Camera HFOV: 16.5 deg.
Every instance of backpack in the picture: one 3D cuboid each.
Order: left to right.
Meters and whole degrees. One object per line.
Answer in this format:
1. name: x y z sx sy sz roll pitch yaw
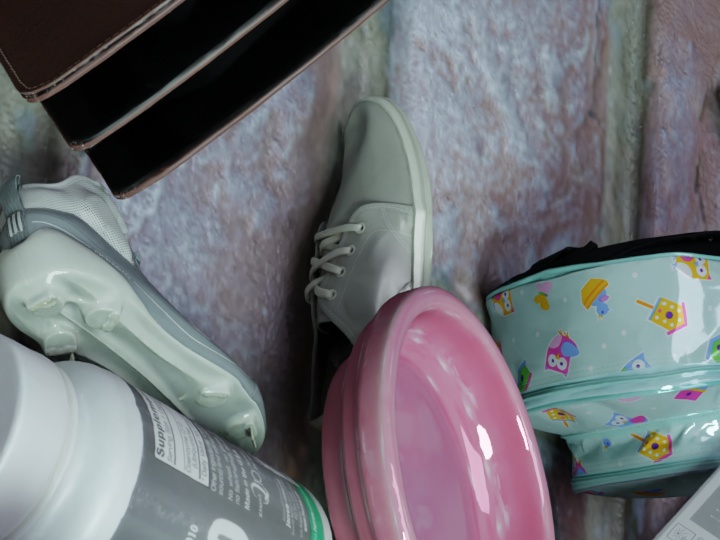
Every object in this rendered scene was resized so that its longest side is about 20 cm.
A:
1. backpack: 0.176 0.054 1.434 0.200 0.176 0.153 11 74 -38

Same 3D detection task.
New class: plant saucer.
1. plant saucer: 0.036 0.110 1.225 0.201 0.051 0.201 44 39 -50

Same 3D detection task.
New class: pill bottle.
1. pill bottle: -0.114 0.110 1.123 0.200 0.113 0.113 34 57 -40

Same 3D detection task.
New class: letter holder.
1. letter holder: -0.061 -0.126 1.143 0.200 0.142 0.101 -39 120 -1

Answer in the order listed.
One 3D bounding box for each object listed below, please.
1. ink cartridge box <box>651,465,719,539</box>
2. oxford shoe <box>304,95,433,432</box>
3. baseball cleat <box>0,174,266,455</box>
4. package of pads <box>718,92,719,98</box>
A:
1. ink cartridge box: 0.151 0.218 1.354 0.200 0.045 0.176 -42 154 -33
2. oxford shoe: 0.000 0.000 1.325 0.058 0.075 0.200 8 73 -24
3. baseball cleat: -0.106 0.020 1.190 0.200 0.070 0.107 52 20 -50
4. package of pads: 0.334 -0.093 1.742 0.200 0.068 0.155 -33 108 -49
